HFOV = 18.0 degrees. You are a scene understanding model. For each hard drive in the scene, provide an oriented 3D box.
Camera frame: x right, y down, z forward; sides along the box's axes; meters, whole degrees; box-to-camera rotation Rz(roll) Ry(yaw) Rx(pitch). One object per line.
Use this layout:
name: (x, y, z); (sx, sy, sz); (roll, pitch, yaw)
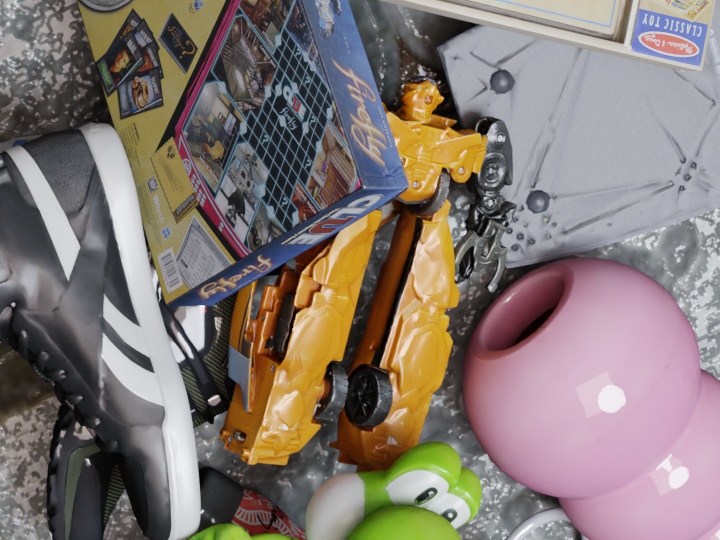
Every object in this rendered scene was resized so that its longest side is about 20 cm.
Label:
hard drive: (0.147, -0.092, 1.174); (0.199, 0.042, 0.136); (-20, 103, -4)

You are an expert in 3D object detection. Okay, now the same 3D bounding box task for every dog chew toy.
dog chew toy: (0.143, 0.088, 1.173); (0.124, 0.125, 0.200); (-42, 112, 1)

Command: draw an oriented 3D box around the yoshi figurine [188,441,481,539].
yoshi figurine: (-0.026, 0.160, 1.077); (0.200, 0.112, 0.112); (-38, 64, 10)

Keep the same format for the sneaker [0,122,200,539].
sneaker: (-0.148, 0.039, 1.068); (0.111, 0.073, 0.201); (-13, 86, -15)

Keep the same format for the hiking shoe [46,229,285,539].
hiking shoe: (-0.093, 0.058, 1.149); (0.100, 0.076, 0.201); (21, 96, -9)

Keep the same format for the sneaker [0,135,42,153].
sneaker: (-0.228, -0.008, 1.094); (0.199, 0.105, 0.076); (-31, 82, -1)

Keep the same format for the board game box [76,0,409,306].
board game box: (-0.063, -0.101, 1.060); (0.135, 0.035, 0.201); (-29, 72, 37)

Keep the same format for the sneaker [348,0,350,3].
sneaker: (-0.032, -0.184, 1.102); (0.077, 0.091, 0.201); (1, 101, -8)

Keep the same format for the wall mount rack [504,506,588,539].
wall mount rack: (0.052, 0.207, 1.179); (0.200, 0.075, 0.174); (-51, 131, 3)

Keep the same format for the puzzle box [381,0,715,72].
puzzle box: (0.089, -0.179, 1.094); (0.199, 0.025, 0.134); (9, 93, -24)

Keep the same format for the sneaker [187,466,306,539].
sneaker: (-0.090, 0.212, 1.185); (0.108, 0.067, 0.202); (33, 92, -11)

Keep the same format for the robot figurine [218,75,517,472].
robot figurine: (0.000, 0.000, 1.120); (0.144, 0.058, 0.201); (11, 98, -35)
